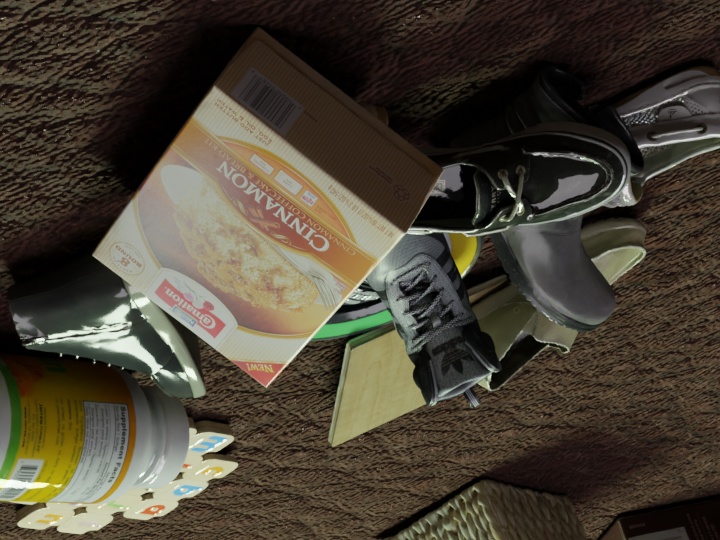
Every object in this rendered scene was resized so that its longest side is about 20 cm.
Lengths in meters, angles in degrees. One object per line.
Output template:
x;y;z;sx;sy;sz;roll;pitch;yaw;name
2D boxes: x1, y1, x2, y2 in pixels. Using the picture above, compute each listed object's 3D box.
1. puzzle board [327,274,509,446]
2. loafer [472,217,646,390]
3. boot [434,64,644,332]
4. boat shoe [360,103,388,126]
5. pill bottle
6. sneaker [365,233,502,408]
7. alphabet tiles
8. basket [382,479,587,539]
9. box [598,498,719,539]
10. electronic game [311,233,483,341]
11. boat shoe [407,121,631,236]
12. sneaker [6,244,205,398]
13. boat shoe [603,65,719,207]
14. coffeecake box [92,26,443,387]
0.046;0.076;1.901;0.150;0.017;0.200;-24;157;-17;puzzle board
0.161;0.031;1.834;0.200;0.068;0.076;-37;155;15;loafer
0.156;-0.047;1.608;0.131;0.070;0.200;-31;121;28;boot
-0.052;-0.059;1.542;0.069;0.074;0.200;16;141;-22;boat shoe
-0.233;0.124;1.717;0.199;0.111;0.111;8;143;-45;pill bottle
0.053;0.029;1.642;0.075;0.114;0.200;-27;148;3;sneaker
-0.210;0.181;1.957;0.200;0.015;0.195;-35;150;29;alphabet tiles
0.152;0.342;2.326;0.161;0.201;0.198;-39;149;24;basket
0.361;0.387;2.585;0.163;0.167;0.200;-9;153;-23;box
0.000;0.000;1.713;0.199;0.042;0.200;-16;155;-8;electronic game
0.091;-0.055;1.536;0.199;0.064;0.071;-7;111;2;boat shoe
-0.186;0.043;1.648;0.106;0.075;0.200;-17;146;6;sneaker
0.187;-0.080;1.651;0.199;0.070;0.071;-27;156;18;boat shoe
-0.065;-0.037;1.462;0.200;0.153;0.073;-48;-173;46;coffeecake box
